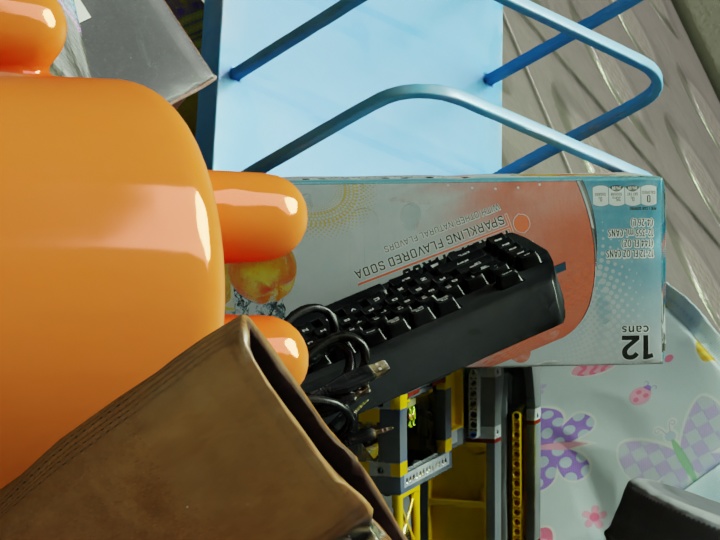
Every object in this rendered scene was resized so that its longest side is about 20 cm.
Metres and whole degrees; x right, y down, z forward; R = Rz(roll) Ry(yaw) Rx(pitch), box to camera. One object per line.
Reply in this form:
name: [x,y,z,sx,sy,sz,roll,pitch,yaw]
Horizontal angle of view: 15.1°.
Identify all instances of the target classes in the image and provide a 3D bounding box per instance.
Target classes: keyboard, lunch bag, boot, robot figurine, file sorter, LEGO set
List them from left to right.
boot: [-0.100,0.071,0.535,0.188,0.200,0.069,52,16,-27]
robot figurine: [-0.113,0.007,0.703,0.200,0.144,0.117,1,38,-27]
keyboard: [-0.033,0.028,0.810,0.040,0.200,0.104,69,-10,-21]
LEGO set: [-0.013,0.089,0.946,0.200,0.153,0.116,-22,112,-78]
file sorter: [0.033,-0.109,1.011,0.139,0.123,0.200,21,57,-34]
lunch bag: [0.086,0.093,1.120,0.127,0.169,0.200,56,-2,-15]

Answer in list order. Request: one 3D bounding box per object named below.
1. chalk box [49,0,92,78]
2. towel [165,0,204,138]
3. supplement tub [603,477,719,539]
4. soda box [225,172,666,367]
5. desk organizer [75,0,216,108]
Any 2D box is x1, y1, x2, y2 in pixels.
chalk box: [-0.173,-0.108,0.806,0.124,0.124,0.200,44,20,-45]
towel: [-0.112,-0.086,1.005,0.143,0.023,0.200,-22,78,-37]
supplement tub: [0.083,0.170,0.861,0.107,0.200,0.107,21,3,-1]
soda box: [0.000,0.000,0.908,0.068,0.200,0.064,-131,-141,-85]
desk organizer: [-0.143,-0.119,0.939,0.200,0.072,0.077,56,-30,5]
